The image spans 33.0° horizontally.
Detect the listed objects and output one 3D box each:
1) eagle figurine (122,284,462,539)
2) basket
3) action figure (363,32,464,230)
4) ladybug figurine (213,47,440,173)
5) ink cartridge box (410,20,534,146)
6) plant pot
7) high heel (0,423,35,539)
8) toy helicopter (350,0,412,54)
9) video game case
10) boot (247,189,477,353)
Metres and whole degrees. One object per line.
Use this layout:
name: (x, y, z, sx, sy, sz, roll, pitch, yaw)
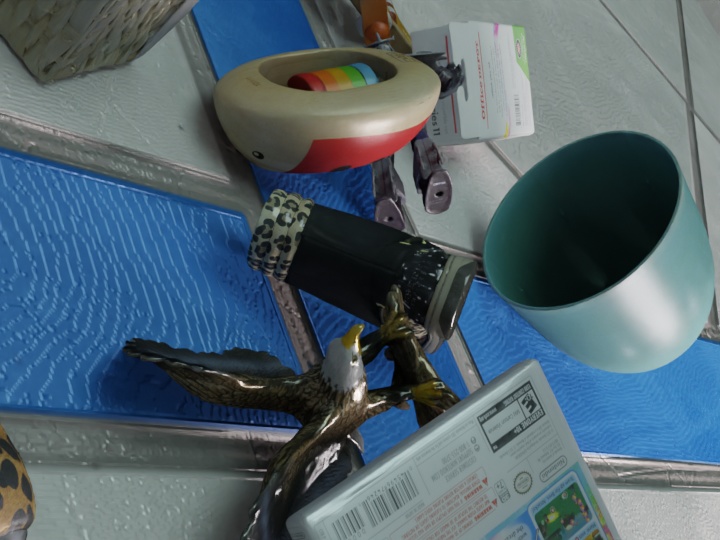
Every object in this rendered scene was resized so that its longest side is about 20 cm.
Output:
eagle figurine: (-0.035, 0.083, 0.720, 0.198, 0.153, 0.151, -24, 31, -32)
basket: (-0.161, -0.235, 0.787, 0.136, 0.199, 0.123, 51, 32, -1)
action figure: (0.033, -0.135, 1.057, 0.070, 0.128, 0.202, 61, 15, -54)
ladybug figurine: (-0.022, -0.124, 0.948, 0.198, 0.073, 0.135, -14, 33, -31)
ink cartridge box: (0.108, -0.188, 1.232, 0.199, 0.066, 0.119, -15, 100, -61)
plant pot: (0.237, 0.000, 1.136, 0.161, 0.199, 0.202, 47, 25, -36)
high heel: (-0.204, 0.090, 0.466, 0.200, 0.071, 0.144, 46, 30, -48)
toy helicopter: (0.028, -0.248, 1.226, 0.201, 0.078, 0.133, 51, 19, -29)
video game case: (0.072, 0.174, 0.687, 0.199, 0.024, 0.184, -27, 93, -38)
boot: (0.001, -0.002, 0.877, 0.152, 0.074, 0.204, 21, -5, 1)
